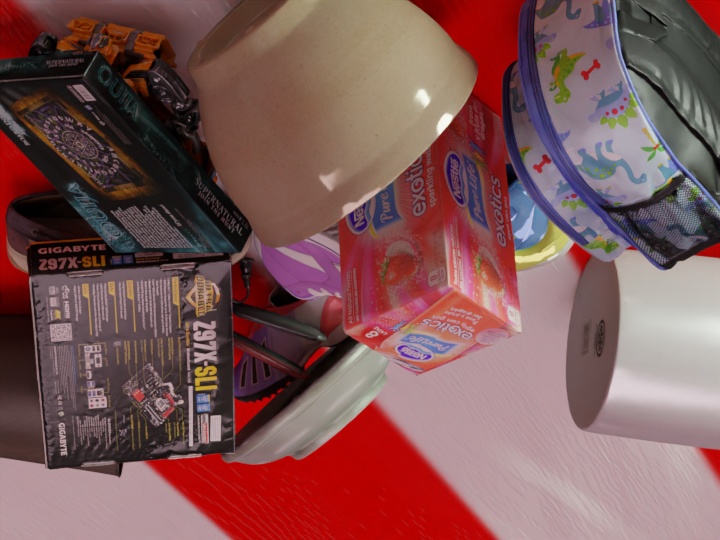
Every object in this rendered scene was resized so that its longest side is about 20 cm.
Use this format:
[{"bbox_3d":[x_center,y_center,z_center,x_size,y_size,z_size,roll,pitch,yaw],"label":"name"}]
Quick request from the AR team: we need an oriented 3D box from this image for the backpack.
[{"bbox_3d":[0.184,-0.112,1.527,0.147,0.183,0.200,-22,136,26],"label":"backpack"}]

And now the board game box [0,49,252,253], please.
[{"bbox_3d":[-0.185,-0.083,1.565,0.135,0.028,0.200,1,143,40],"label":"board game box"}]

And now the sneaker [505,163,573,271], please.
[{"bbox_3d":[0.071,-0.039,1.744,0.200,0.076,0.105,-18,127,19],"label":"sneaker"}]

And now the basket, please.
[{"bbox_3d":[-0.303,0.102,1.867,0.200,0.136,0.180,5,154,-3],"label":"basket"}]

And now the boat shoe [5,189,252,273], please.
[{"bbox_3d":[-0.188,-0.034,1.721,0.200,0.072,0.065,0,147,1],"label":"boat shoe"}]

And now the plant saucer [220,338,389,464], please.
[{"bbox_3d":[-0.031,0.110,1.842,0.050,0.200,0.200,48,132,-3],"label":"plant saucer"}]

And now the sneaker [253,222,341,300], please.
[{"bbox_3d":[0.000,-0.001,1.732,0.200,0.073,0.114,34,146,12],"label":"sneaker"}]

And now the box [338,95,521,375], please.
[{"bbox_3d":[0.047,-0.037,1.612,0.103,0.200,0.095,-24,142,31],"label":"box"}]

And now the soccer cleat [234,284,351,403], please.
[{"bbox_3d":[-0.065,0.050,1.870,0.073,0.068,0.200,38,136,-15],"label":"soccer cleat"}]

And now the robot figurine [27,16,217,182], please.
[{"bbox_3d":[-0.171,-0.115,1.593,0.145,0.058,0.200,14,150,17],"label":"robot figurine"}]

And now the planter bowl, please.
[{"bbox_3d":[-0.036,-0.133,1.501,0.200,0.200,0.135,-29,110,34],"label":"planter bowl"}]

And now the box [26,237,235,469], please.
[{"bbox_3d":[-0.183,0.066,1.726,0.159,0.049,0.200,-6,126,-9],"label":"box"}]

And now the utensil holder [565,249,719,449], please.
[{"bbox_3d":[0.291,0.069,1.816,0.200,0.170,0.170,7,145,-10],"label":"utensil holder"}]

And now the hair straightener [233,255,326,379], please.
[{"bbox_3d":[-0.118,0.016,1.797,0.200,0.077,0.041,27,-177,1],"label":"hair straightener"}]
